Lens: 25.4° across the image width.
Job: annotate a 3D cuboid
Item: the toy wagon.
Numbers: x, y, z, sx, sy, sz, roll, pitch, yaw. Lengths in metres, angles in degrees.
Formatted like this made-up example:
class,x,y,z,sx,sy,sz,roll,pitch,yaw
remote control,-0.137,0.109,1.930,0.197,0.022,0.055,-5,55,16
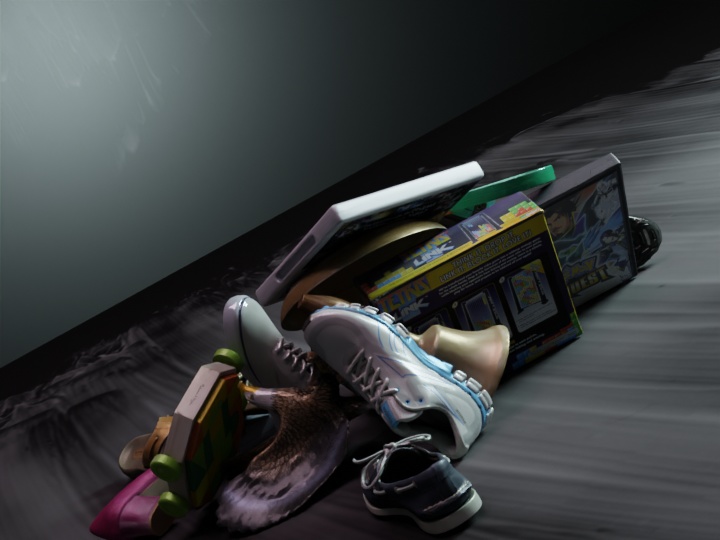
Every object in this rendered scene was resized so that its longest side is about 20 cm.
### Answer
class,x,y,z,sx,sy,sz,roll,pitch,yaw
toy wagon,-0.161,0.183,1.665,0.040,0.200,0.155,17,52,15

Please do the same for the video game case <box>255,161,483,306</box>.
class,x,y,z,sx,sy,sz,roll,pitch,yaw
video game case,0.009,-0.038,1.638,0.200,0.023,0.182,-19,-17,-38

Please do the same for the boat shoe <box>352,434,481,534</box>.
class,x,y,z,sx,sy,sz,roll,pitch,yaw
boat shoe,0.041,0.180,1.390,0.075,0.062,0.200,-30,10,-11

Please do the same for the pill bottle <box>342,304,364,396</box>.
class,x,y,z,sx,sy,sz,roll,pitch,yaw
pill bottle,0.018,0.087,1.788,0.113,0.113,0.200,-28,10,-10

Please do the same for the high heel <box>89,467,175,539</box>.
class,x,y,z,sx,sy,sz,roll,pitch,yaw
high heel,-0.218,0.230,1.775,0.096,0.067,0.200,-7,33,33

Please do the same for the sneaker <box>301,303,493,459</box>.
class,x,y,z,sx,sy,sz,roll,pitch,yaw
sneaker,0.030,0.105,1.487,0.075,0.200,0.087,-59,0,36

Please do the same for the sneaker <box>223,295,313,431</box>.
class,x,y,z,sx,sy,sz,roll,pitch,yaw
sneaker,-0.078,0.104,1.711,0.071,0.200,0.073,-12,34,27

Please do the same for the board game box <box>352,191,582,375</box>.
class,x,y,z,sx,sy,sz,roll,pitch,yaw
board game box,0.112,0.037,1.640,0.200,0.166,0.057,-27,31,-8

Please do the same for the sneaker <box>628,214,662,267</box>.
class,x,y,z,sx,sy,sz,roll,pitch,yaw
sneaker,0.262,-0.023,1.866,0.200,0.074,0.079,-19,7,35

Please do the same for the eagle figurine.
class,x,y,z,sx,sy,sz,roll,pitch,yaw
eagle figurine,-0.065,0.162,1.615,0.151,0.200,0.152,28,13,40

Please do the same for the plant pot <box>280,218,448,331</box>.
class,x,y,z,sx,sy,sz,roll,pitch,yaw
plant pot,0.000,0.000,1.651,0.200,0.028,0.200,-28,-13,-7

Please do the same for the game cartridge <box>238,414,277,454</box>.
class,x,y,z,sx,sy,sz,roll,pitch,yaw
game cartridge,-0.106,0.165,1.929,0.133,0.041,0.200,-31,11,-9

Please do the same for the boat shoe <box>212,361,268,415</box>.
class,x,y,z,sx,sy,sz,roll,pitch,yaw
boat shoe,-0.140,0.133,1.836,0.073,0.063,0.200,0,0,-23

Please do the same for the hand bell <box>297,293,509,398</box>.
class,x,y,z,sx,sy,sz,roll,pitch,yaw
hand bell,0.033,0.064,1.551,0.104,0.200,0.104,-61,13,25

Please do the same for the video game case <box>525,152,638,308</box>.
class,x,y,z,sx,sy,sz,roll,pitch,yaw
video game case,0.201,-0.014,1.722,0.200,0.181,0.026,-27,46,-8

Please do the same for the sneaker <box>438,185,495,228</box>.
class,x,y,z,sx,sy,sz,roll,pitch,yaw
sneaker,0.134,-0.034,1.801,0.121,0.200,0.084,-59,7,7

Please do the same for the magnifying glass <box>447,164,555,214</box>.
class,x,y,z,sx,sy,sz,roll,pitch,yaw
magnifying glass,0.116,-0.078,1.716,0.200,0.022,0.080,-18,2,30

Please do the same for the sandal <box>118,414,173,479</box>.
class,x,y,z,sx,sy,sz,roll,pitch,yaw
sandal,-0.239,0.206,1.932,0.200,0.054,0.080,-19,35,45
